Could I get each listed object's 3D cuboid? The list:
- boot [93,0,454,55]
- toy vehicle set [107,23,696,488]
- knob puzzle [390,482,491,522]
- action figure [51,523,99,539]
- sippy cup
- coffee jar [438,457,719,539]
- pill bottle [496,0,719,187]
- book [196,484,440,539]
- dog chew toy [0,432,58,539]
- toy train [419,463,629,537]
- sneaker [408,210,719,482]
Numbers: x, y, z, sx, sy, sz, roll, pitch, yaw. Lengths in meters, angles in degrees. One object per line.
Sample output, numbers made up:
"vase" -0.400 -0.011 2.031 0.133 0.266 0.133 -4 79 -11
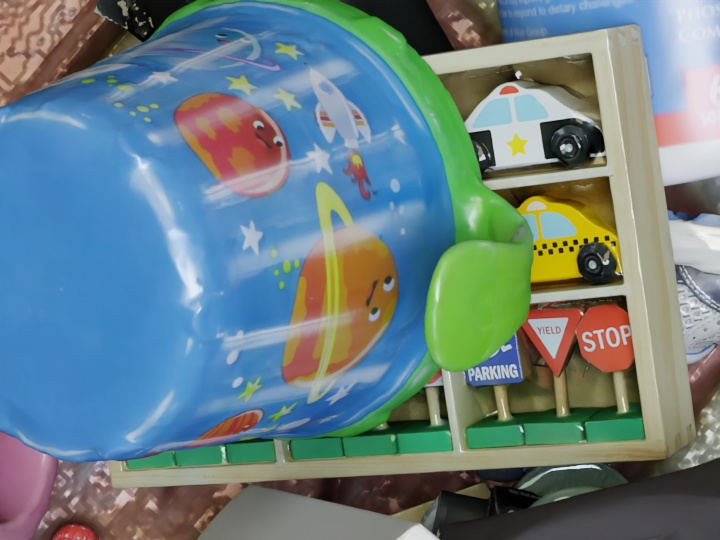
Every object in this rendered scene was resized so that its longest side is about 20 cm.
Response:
"boot" 0.000 -0.114 0.801 0.197 0.073 0.163 -26 73 14
"toy vehicle set" 0.000 0.000 0.734 0.199 0.026 0.125 -6 97 30
"knob puzzle" -0.006 0.191 0.759 0.218 0.030 0.221 1 79 -4
"action figure" -0.114 0.182 0.782 0.065 0.052 0.201 9 78 8
"sippy cup" -0.051 -0.007 0.670 0.177 0.130 0.140 -31 84 31
"coffee jar" 0.085 0.154 0.646 0.104 0.085 0.201 -13 104 1
"pill bottle" 0.089 -0.132 0.735 0.111 0.112 0.201 -10 98 10
"book" -0.039 0.123 0.652 0.048 0.200 0.134 39 78 -9
"dog chew toy" -0.203 0.055 0.793 0.199 0.124 0.125 0 79 20
"toy train" 0.108 0.127 0.721 0.199 0.085 0.115 13 95 0
"sneaker" 0.066 0.025 0.768 0.199 0.077 0.086 -1 88 20
